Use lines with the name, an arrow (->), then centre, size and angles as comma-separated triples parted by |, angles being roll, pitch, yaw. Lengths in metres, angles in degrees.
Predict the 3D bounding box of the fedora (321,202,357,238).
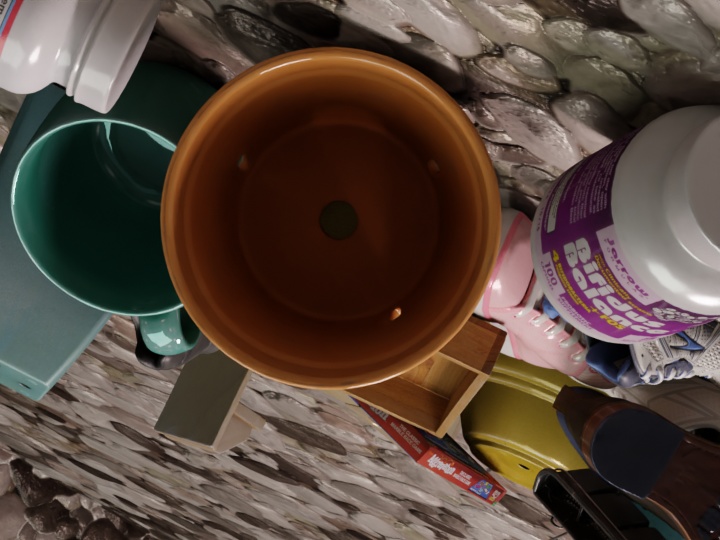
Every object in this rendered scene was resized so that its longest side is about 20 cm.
fedora -> 0.000, 0.000, 1.742 | 0.200, 0.082, 0.201 | 23, 162, 8

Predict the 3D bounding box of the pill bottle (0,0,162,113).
pill bottle -> -0.226, -0.175, 1.476 | 0.200, 0.109, 0.109 | 26, 165, -1

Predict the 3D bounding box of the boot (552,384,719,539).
boot -> 0.214, 0.137, 1.639 | 0.200, 0.075, 0.097 | 38, -179, -24

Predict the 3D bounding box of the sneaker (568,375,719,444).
sneaker -> 0.214, 0.088, 1.694 | 0.200, 0.081, 0.075 | 13, 162, 43

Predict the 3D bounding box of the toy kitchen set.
toy kitchen set -> -0.052, 0.105, 2.018 | 0.200, 0.163, 0.180 | 12, 160, 42

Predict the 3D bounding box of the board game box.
board game box -> 0.044, 0.123, 1.859 | 0.103, 0.019, 0.200 | 42, -178, 24

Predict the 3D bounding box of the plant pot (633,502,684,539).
plant pot -> 0.253, 0.228, 1.782 | 0.200, 0.188, 0.200 | 13, 179, 0

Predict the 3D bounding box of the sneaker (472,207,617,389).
sneaker -> 0.134, 0.021, 1.615 | 0.104, 0.075, 0.200 | 19, 166, 18

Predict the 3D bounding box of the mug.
mug -> -0.151, -0.051, 1.656 | 0.152, 0.114, 0.185 | 24, 126, 0

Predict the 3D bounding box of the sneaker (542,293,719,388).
sneaker -> 0.184, 0.041, 1.574 | 0.200, 0.085, 0.077 | 35, 163, -32

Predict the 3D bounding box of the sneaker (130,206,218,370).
sneaker -> -0.142, -0.022, 1.749 | 0.076, 0.091, 0.200 | -4, 109, 29

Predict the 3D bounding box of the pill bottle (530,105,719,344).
pill bottle -> 0.173, -0.026, 1.317 | 0.112, 0.112, 0.200 | 28, 165, -9

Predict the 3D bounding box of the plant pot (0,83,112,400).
plant pot -> -0.235, -0.013, 1.855 | 0.141, 0.200, 0.141 | 28, 165, -7

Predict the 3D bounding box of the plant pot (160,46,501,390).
plant pot -> -0.016, -0.030, 1.494 | 0.200, 0.200, 0.140 | 26, -179, 1

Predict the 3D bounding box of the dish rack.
dish rack -> 0.166, 0.248, 1.699 | 0.153, 0.054, 0.200 | 50, 139, 42

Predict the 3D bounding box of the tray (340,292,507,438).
tray -> 0.033, 0.058, 1.665 | 0.098, 0.037, 0.200 | 25, 164, 0

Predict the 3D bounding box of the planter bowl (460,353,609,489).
planter bowl -> 0.141, 0.122, 1.913 | 0.200, 0.084, 0.200 | 24, 165, 7
